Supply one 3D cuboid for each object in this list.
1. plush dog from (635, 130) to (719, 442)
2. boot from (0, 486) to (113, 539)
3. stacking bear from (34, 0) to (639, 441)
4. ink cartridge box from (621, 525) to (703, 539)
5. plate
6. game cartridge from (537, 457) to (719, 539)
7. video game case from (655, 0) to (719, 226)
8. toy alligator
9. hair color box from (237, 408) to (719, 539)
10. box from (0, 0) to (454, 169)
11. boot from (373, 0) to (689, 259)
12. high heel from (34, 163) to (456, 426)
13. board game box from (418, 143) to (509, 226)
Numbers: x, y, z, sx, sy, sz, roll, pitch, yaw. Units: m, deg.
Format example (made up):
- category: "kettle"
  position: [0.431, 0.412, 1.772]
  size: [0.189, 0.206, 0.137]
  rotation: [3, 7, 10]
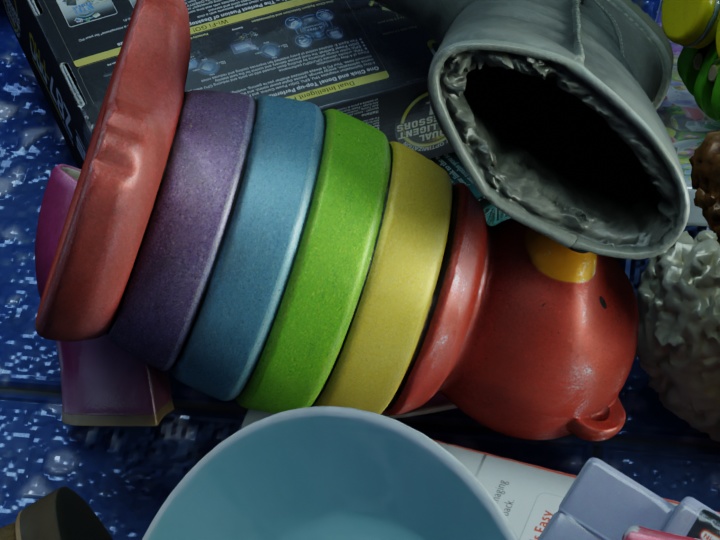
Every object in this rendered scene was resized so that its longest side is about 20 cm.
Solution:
- category: "plush dog"
  position: [0.190, 0.025, 0.913]
  size: [0.199, 0.172, 0.161]
  rotation: [5, 45, 6]
- category: "boot"
  position: [-0.099, 0.156, 0.799]
  size: [0.075, 0.074, 0.200]
  rotation: [-27, 37, 8]
- category: "stacking bear"
  position: [0.000, 0.000, 0.918]
  size: [0.199, 0.114, 0.122]
  rotation: [18, 37, -7]
- category: "ink cartridge box"
  position: [0.158, 0.162, 0.743]
  size: [0.199, 0.083, 0.146]
  rotation: [11, 82, 11]
- category: "plate"
  position: [-0.008, 0.142, 0.817]
  size: [0.026, 0.201, 0.200]
  rotation: [8, 30, -46]
- category: "game cartridge"
  position: [0.122, 0.158, 0.810]
  size: [0.200, 0.038, 0.130]
  rotation: [31, 90, 13]
- category: "video game case"
  position: [0.181, -0.066, 1.068]
  size: [0.143, 0.018, 0.200]
  rotation: [2, 27, 11]
- category: "toy alligator"
  position: [0.156, -0.066, 0.945]
  size: [0.059, 0.054, 0.200]
  rotation: [11, 14, -26]
- category: "hair color box"
  position: [0.040, 0.118, 0.905]
  size: [0.199, 0.061, 0.102]
  rotation: [14, 48, 15]
- category: "box"
  position: [-0.032, -0.103, 1.099]
  size: [0.199, 0.049, 0.161]
  rotation: [-16, 45, -15]
- category: "boot"
  position: [0.039, -0.083, 0.944]
  size: [0.181, 0.073, 0.200]
  rotation: [29, 23, 1]
- category: "high heel"
  position: [-0.020, 0.004, 0.994]
  size: [0.199, 0.096, 0.067]
  rotation: [-2, 8, 9]
- category: "board game box"
  position: [-0.025, -0.069, 1.119]
  size: [0.135, 0.028, 0.200]
  rotation: [-25, 50, -22]
